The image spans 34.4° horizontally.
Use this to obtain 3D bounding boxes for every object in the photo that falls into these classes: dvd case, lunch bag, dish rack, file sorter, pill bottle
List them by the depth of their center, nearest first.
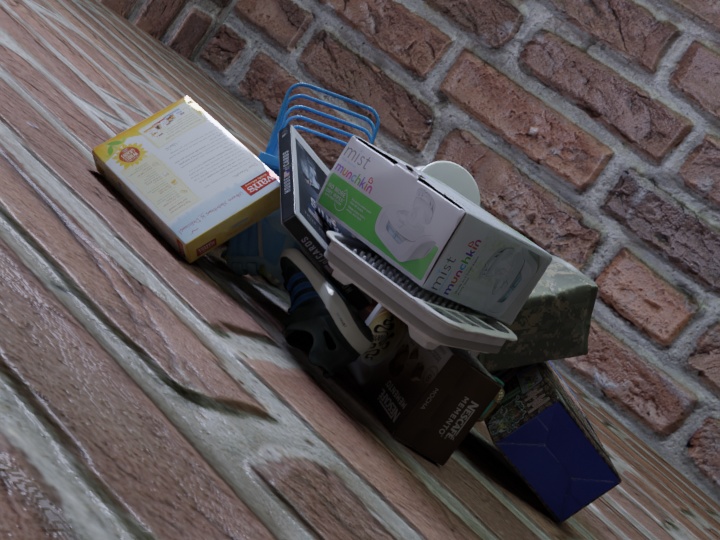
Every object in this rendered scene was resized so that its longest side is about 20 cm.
[{"bbox_3d":[0.058,0.032,1.244,0.200,0.044,0.171,37,13,32],"label":"dish rack"},{"bbox_3d":[-0.043,-0.064,1.346,0.151,0.025,0.201,49,18,-31],"label":"dvd case"},{"bbox_3d":[0.169,0.033,1.451,0.162,0.119,0.200,-7,28,-24],"label":"lunch bag"},{"bbox_3d":[0.074,-0.071,1.538,0.114,0.115,0.200,36,-21,-11],"label":"pill bottle"},{"bbox_3d":[-0.057,-0.153,1.573,0.137,0.124,0.200,19,-11,-2],"label":"file sorter"}]

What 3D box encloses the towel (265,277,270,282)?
[{"bbox_3d":[-0.107,-0.019,1.617,0.145,0.023,0.199,43,17,28],"label":"towel"}]

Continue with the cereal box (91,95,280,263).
[{"bbox_3d":[-0.200,-0.110,1.355,0.200,0.143,0.040,43,-27,30],"label":"cereal box"}]

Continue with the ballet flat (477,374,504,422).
[{"bbox_3d":[0.095,0.144,1.447,0.070,0.066,0.199,38,-15,-30],"label":"ballet flat"}]

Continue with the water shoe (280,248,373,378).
[{"bbox_3d":[-0.060,0.042,1.282,0.072,0.079,0.200,50,-3,-35],"label":"water shoe"}]

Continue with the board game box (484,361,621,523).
[{"bbox_3d":[0.226,0.188,1.479,0.160,0.096,0.200,50,10,-25],"label":"board game box"}]

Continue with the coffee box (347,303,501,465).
[{"bbox_3d":[0.064,0.115,1.325,0.080,0.113,0.200,33,9,-27],"label":"coffee box"}]

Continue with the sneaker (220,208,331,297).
[{"bbox_3d":[-0.096,0.004,1.417,0.080,0.129,0.202,-61,135,-74],"label":"sneaker"}]

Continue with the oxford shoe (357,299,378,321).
[{"bbox_3d":[0.000,0.000,1.464,0.074,0.202,0.070,12,7,31],"label":"oxford shoe"}]

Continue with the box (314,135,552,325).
[{"bbox_3d":[0.081,-0.047,1.283,0.176,0.097,0.200,21,14,-48],"label":"box"}]
